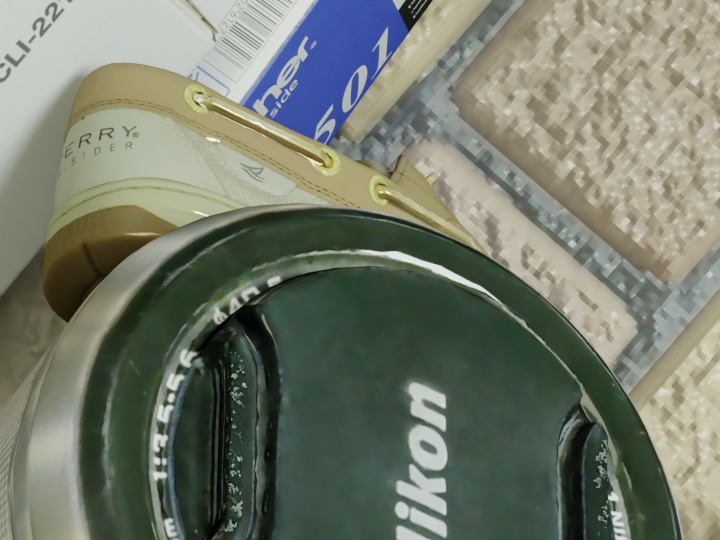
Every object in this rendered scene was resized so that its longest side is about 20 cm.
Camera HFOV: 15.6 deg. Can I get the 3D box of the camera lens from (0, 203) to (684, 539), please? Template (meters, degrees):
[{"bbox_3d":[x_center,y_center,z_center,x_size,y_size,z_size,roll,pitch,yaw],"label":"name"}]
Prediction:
[{"bbox_3d":[-0.030,0.091,0.624,0.159,0.200,0.161,14,56,-22],"label":"camera lens"}]

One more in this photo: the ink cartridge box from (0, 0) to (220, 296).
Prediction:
[{"bbox_3d":[-0.155,-0.075,0.719,0.144,0.084,0.200,-49,51,1],"label":"ink cartridge box"}]

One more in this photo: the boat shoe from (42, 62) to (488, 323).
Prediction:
[{"bbox_3d":[0.000,0.000,0.702,0.074,0.199,0.067,-23,57,33],"label":"boat shoe"}]

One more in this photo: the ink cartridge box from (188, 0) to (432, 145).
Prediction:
[{"bbox_3d":[-0.003,-0.099,0.755,0.044,0.094,0.201,35,88,14],"label":"ink cartridge box"}]
